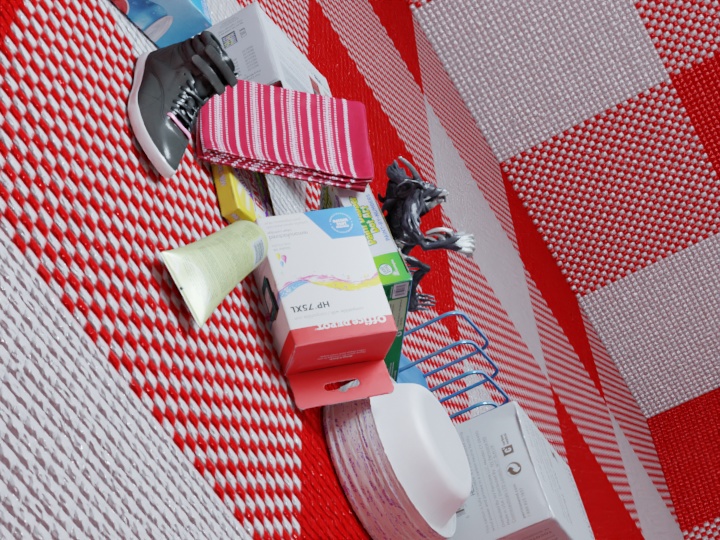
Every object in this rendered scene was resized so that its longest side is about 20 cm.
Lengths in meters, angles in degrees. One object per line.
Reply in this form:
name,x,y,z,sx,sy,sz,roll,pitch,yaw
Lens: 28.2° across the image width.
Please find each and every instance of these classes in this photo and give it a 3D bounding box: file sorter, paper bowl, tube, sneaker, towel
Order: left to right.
sneaker,-0.175,-0.178,1.451,0.071,0.099,0.200,55,17,-38
tube,-0.142,-0.005,1.384,0.058,0.052,0.200,23,17,6
towel,-0.084,-0.159,1.611,0.200,0.022,0.145,10,45,-15
paper bowl,0.049,0.205,1.577,0.201,0.104,0.201,56,17,-26
file sorter,0.124,0.174,1.866,0.139,0.123,0.200,45,23,-54

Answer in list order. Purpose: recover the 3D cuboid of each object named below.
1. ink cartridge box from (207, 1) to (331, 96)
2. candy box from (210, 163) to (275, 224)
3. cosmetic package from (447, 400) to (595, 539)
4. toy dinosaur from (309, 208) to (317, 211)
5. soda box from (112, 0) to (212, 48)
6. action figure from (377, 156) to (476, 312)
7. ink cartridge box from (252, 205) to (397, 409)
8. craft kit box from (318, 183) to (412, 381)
ink cartridge box,-0.099,-0.206,1.808,0.200,0.084,0.176,42,25,-55
candy box,-0.139,-0.118,1.627,0.102,0.026,0.200,41,27,-50
cosmetic package,0.167,0.293,1.719,0.200,0.166,0.167,49,20,-49
toy dinosaur,0.002,-0.001,1.847,0.200,0.058,0.101,62,3,-4
soda box,-0.240,-0.321,1.532,0.200,0.068,0.064,44,25,-54
action figure,0.068,-0.050,1.637,0.200,0.102,0.119,100,-25,-49
ink cartridge box,-0.037,0.037,1.510,0.067,0.116,0.200,113,-37,-55
craft kit box,0.000,0.000,1.658,0.200,0.048,0.198,96,-21,-51
